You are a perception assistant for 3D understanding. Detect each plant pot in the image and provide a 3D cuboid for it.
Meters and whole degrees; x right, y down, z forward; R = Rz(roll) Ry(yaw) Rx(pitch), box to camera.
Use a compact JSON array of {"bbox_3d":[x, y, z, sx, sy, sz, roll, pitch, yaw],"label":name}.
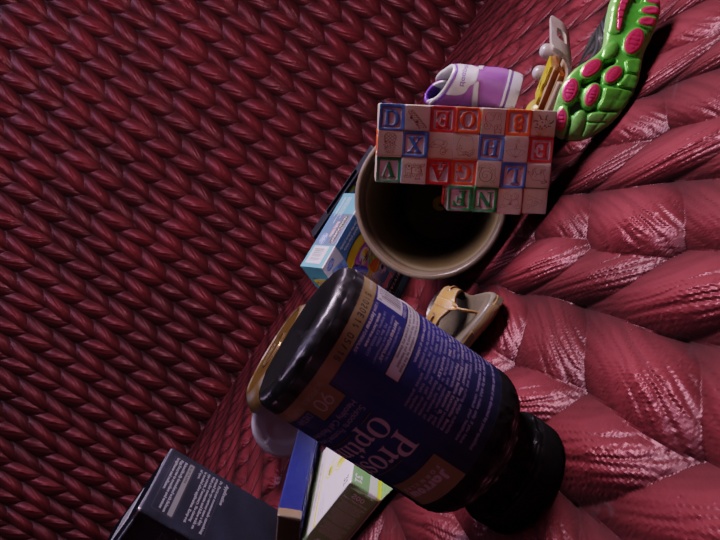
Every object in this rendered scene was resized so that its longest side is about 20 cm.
[{"bbox_3d":[-0.130,0.133,1.004,0.201,0.027,0.200,-55,9,13],"label":"plant pot"},{"bbox_3d":[0.104,-0.097,0.874,0.201,0.199,0.173,-54,-6,11],"label":"plant pot"}]

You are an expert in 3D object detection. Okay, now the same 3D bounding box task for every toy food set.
[{"bbox_3d":[0.228,-0.226,0.848,0.144,0.060,0.201,-68,-6,-53],"label":"toy food set"}]

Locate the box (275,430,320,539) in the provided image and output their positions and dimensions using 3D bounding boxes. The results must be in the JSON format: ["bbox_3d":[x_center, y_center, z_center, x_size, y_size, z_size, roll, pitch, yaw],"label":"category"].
[{"bbox_3d":[-0.075,0.278,0.771,0.200,0.032,0.122,-77,-6,-68],"label":"box"}]

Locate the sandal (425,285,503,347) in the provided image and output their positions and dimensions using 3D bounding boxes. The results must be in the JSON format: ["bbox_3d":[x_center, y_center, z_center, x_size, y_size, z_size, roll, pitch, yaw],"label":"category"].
[{"bbox_3d":[0.103,0.046,0.724,0.081,0.054,0.200,-56,9,-1],"label":"sandal"}]

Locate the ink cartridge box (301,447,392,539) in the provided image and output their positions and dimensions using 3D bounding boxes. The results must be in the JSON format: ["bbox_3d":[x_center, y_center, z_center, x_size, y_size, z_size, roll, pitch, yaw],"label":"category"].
[{"bbox_3d":[0.012,0.201,0.698,0.201,0.048,0.146,-56,8,21],"label":"ink cartridge box"}]

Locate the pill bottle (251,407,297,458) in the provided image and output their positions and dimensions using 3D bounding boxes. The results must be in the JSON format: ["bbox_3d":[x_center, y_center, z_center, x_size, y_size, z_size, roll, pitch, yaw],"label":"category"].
[{"bbox_3d":[-0.134,0.241,1.097,0.115,0.114,0.200,-56,9,-2],"label":"pill bottle"}]

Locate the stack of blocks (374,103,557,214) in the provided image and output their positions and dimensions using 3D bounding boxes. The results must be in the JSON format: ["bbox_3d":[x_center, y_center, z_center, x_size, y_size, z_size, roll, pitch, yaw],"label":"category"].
[{"bbox_3d":[0.116,-0.130,0.722,0.059,0.197,0.117,-93,6,-76],"label":"stack of blocks"}]

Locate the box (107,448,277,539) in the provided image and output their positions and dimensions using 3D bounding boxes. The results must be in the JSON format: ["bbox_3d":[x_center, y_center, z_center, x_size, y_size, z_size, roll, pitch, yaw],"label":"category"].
[{"bbox_3d":[-0.243,0.392,0.874,0.197,0.199,0.118,-51,11,25],"label":"box"}]

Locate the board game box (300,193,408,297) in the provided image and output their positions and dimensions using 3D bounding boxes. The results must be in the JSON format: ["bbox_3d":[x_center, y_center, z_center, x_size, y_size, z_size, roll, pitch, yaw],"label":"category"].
[{"bbox_3d":[0.000,0.000,1.014,0.047,0.201,0.152,6,55,36],"label":"board game box"}]

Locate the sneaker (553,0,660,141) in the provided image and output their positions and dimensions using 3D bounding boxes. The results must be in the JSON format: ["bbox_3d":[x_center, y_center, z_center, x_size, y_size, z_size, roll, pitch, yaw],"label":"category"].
[{"bbox_3d":[0.286,-0.229,0.727,0.201,0.076,0.084,-58,-13,-8],"label":"sneaker"}]

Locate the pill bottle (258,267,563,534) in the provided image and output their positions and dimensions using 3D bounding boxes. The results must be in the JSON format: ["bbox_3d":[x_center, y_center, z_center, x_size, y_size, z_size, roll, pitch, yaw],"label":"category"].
[{"bbox_3d":[0.039,0.096,0.438,0.112,0.199,0.112,-54,9,13],"label":"pill bottle"}]

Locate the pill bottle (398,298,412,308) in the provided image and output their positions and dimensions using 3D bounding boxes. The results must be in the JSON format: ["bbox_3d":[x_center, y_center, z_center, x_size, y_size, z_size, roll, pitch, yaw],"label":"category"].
[{"bbox_3d":[0.007,0.093,0.860,0.120,0.119,0.200,-57,9,-7],"label":"pill bottle"}]

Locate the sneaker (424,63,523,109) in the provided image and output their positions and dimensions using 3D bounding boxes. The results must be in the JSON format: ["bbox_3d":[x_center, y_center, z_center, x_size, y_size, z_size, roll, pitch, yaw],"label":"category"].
[{"bbox_3d":[0.140,-0.213,0.829,0.201,0.113,0.073,83,-159,-73],"label":"sneaker"}]

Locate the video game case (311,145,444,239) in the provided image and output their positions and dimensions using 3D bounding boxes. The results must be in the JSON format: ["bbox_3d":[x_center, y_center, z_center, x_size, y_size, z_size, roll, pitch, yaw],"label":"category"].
[{"bbox_3d":[0.044,-0.092,1.075,0.181,0.199,0.026,-53,33,19],"label":"video game case"}]
